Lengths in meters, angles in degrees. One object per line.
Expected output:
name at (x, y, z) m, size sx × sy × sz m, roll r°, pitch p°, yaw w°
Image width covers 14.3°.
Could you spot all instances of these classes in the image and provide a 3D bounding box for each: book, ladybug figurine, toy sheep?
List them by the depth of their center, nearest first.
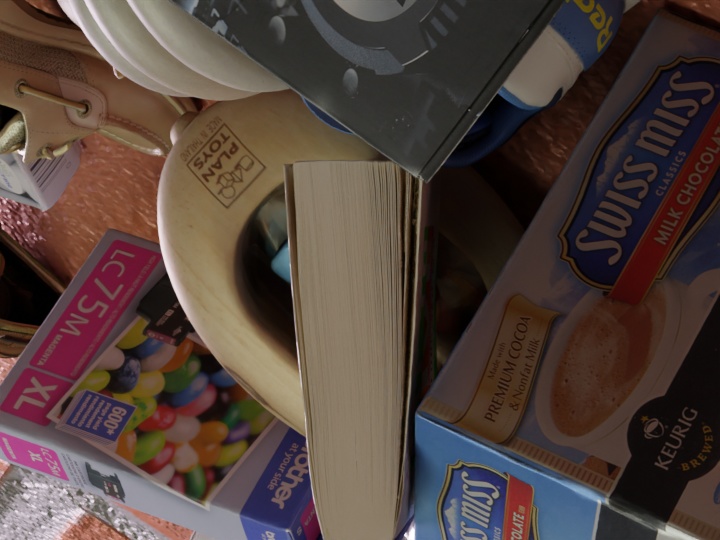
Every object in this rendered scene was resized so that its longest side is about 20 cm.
toy sheep at (-0.043, -0.129, 1.027) m, size 0.200 × 0.138 × 0.138 m, roll -16°, pitch 127°, yaw 48°
book at (0.006, 0.027, 1.074) m, size 0.048 × 0.134 × 0.200 m, roll 0°, pitch -179°, yaw 5°
ladybug figurine at (0.000, 0.000, 1.217) m, size 0.200 × 0.136 × 0.072 m, roll 44°, pitch -169°, yaw -1°

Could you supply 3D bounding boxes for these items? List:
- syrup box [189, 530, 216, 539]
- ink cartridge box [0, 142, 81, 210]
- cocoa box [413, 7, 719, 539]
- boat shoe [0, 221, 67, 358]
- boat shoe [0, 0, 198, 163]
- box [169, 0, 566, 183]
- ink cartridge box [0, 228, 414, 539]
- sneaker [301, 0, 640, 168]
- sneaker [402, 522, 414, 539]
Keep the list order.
syrup box at (-0.036, 0.155, 1.462) m, size 0.081 × 0.079 × 0.200 m, roll 26°, pitch 178°, yaw 8°
ink cartridge box at (-0.248, -0.123, 1.343) m, size 0.200 × 0.043 × 0.198 m, roll 17°, pitch 151°, yaw 29°
cocoa box at (0.119, 0.033, 1.042) m, size 0.131 × 0.200 × 0.133 m, roll 25°, pitch 152°, yaw 15°
boat shoe at (-0.210, -0.010, 1.447) m, size 0.068 × 0.072 × 0.200 m, roll -2°, pitch 163°, yaw 23°
boat shoe at (-0.148, -0.079, 1.226) m, size 0.072 × 0.065 × 0.200 m, roll 10°, pitch 170°, yaw 37°
box at (-0.011, -0.151, 0.932) m, size 0.200 × 0.160 × 0.044 m, roll 36°, pitch -165°, yaw -6°
ink cartridge box at (-0.058, 0.059, 1.283) m, size 0.200 × 0.119 × 0.042 m, roll 19°, pitch 149°, yaw 23°
sneaker at (0.024, -0.081, 1.083) m, size 0.074 × 0.082 × 0.200 m, roll 38°, pitch 154°, yaw -17°
sneaker at (0.071, 0.111, 1.252) m, size 0.200 × 0.075 × 0.087 m, roll 21°, pitch 164°, yaw 46°
